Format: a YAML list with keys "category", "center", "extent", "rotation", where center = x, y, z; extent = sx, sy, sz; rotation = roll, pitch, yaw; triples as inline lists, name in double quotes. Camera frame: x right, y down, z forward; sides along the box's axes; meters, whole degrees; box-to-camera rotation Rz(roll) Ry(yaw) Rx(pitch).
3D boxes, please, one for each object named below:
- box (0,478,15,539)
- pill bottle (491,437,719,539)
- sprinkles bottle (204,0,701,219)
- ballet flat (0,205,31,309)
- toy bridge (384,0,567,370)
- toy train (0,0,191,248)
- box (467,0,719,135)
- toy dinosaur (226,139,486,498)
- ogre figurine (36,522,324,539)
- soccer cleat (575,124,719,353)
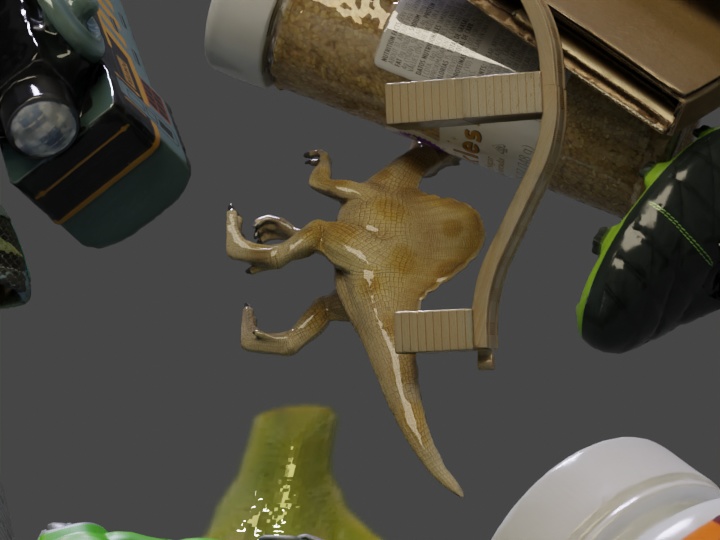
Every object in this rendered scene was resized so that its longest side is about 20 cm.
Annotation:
- category: "box"
  center: [-0.237, 0.087, 0.967]
  extent: [0.199, 0.113, 0.102]
  rotation: [-17, 63, -2]
- category: "pill bottle"
  center: [0.131, 0.141, 0.816]
  extent: [0.114, 0.115, 0.200]
  rotation: [-34, 46, -20]
- category: "sprinkles bottle"
  center: [0.038, -0.081, 1.076]
  extent: [0.199, 0.068, 0.068]
  rotation: [21, 51, 11]
- category: "ballet flat"
  center: [-0.218, 0.041, 1.066]
  extent: [0.200, 0.074, 0.074]
  rotation: [-36, 45, -10]
- category: "toy bridge"
  center: [0.043, -0.063, 0.995]
  extent: [0.067, 0.027, 0.202]
  rotation: [-4, 87, 16]
- category: "toy train"
  center: [-0.139, -0.097, 1.155]
  extent: [0.085, 0.114, 0.200]
  rotation: [-37, 38, 9]
- category: "box"
  center: [0.110, -0.131, 1.089]
  extent: [0.163, 0.021, 0.200]
  rotation: [36, 34, 19]
- category: "toy dinosaur"
  center: [0.000, 0.000, 1.050]
  extent: [0.100, 0.058, 0.201]
  rotation: [-5, 43, 9]
- category: "ogre figurine"
  center: [-0.083, 0.157, 0.884]
  extent: [0.119, 0.098, 0.201]
  rotation: [20, 66, 10]
- category: "soccer cleat"
  center: [0.168, -0.026, 1.026]
  extent: [0.200, 0.068, 0.081]
  rotation: [-36, 55, -23]
